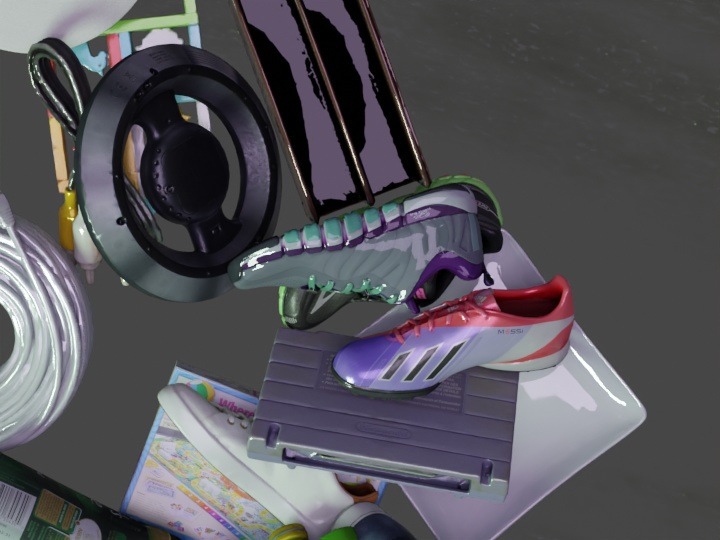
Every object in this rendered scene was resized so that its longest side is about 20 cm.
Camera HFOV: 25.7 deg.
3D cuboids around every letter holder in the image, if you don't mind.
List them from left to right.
[{"bbox_3d":[-0.026,-0.145,1.224,0.100,0.142,0.201,-20,97,-2],"label":"letter holder"}]

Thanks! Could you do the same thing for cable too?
[{"bbox_3d":[-0.314,0.047,1.254,0.200,0.069,0.200,-34,99,5],"label":"cable"},{"bbox_3d":[-0.211,-0.078,1.219,0.050,0.097,0.201,-41,133,-38],"label":"cable"}]

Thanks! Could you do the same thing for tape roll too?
[{"bbox_3d":[-0.249,-0.267,1.190,0.202,0.037,0.204,-8,113,-21],"label":"tape roll"}]

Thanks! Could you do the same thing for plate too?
[{"bbox_3d":[0.097,0.101,1.291,0.200,0.032,0.200,-37,83,-5],"label":"plate"}]

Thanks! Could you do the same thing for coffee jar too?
[{"bbox_3d":[-0.229,0.223,1.248,0.199,0.104,0.086,30,58,-18],"label":"coffee jar"}]

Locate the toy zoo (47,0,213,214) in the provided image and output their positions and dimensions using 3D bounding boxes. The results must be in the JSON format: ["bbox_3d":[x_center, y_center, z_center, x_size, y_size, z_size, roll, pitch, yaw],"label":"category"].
[{"bbox_3d":[-0.188,-0.138,1.274,0.130,0.020,0.201,-6,96,-3],"label":"toy zoo"}]

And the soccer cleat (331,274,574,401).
[{"bbox_3d":[0.073,0.047,1.220,0.199,0.068,0.073,-8,131,-17],"label":"soccer cleat"}]

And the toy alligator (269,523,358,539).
[{"bbox_3d":[-0.087,0.254,1.221,0.199,0.054,0.059,-28,55,3],"label":"toy alligator"}]

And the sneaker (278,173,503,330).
[{"bbox_3d":[0.024,-0.007,1.263,0.199,0.084,0.077,-29,139,0],"label":"sneaker"}]

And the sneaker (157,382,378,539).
[{"bbox_3d":[-0.069,0.139,1.253,0.200,0.073,0.085,42,88,-18],"label":"sneaker"}]

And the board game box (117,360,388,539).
[{"bbox_3d":[-0.084,0.174,1.304,0.199,0.034,0.135,22,94,-6],"label":"board game box"}]

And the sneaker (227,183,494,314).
[{"bbox_3d":[0.000,0.000,1.204,0.199,0.074,0.088,-16,87,5],"label":"sneaker"}]

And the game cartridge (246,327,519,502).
[{"bbox_3d":[0.021,0.109,1.225,0.199,0.130,0.039,10,128,3],"label":"game cartridge"}]

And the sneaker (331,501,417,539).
[{"bbox_3d":[0.074,0.276,1.241,0.077,0.146,0.202,-51,127,-10],"label":"sneaker"}]

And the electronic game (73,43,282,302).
[{"bbox_3d":[-0.137,-0.075,1.224,0.199,0.041,0.201,3,86,-45],"label":"electronic game"}]
